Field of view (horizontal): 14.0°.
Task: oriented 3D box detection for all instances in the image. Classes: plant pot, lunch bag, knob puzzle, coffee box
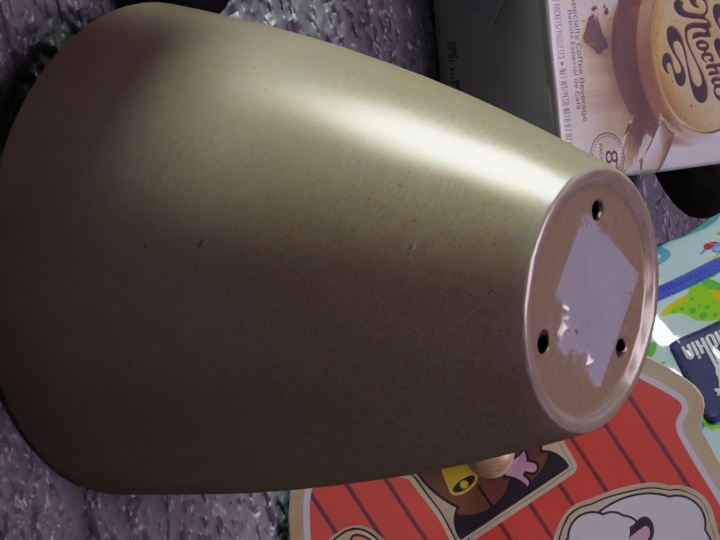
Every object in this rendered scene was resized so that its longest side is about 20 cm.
[{"bbox_3d":[0.000,0.000,1.064,0.187,0.199,0.188,-12,104,-55],"label":"plant pot"},{"bbox_3d":[0.162,0.056,1.317,0.200,0.169,0.128,-111,176,-69],"label":"lunch bag"},{"bbox_3d":[0.057,0.104,1.211,0.030,0.218,0.221,-46,131,-87],"label":"knob puzzle"},{"bbox_3d":[0.134,-0.103,1.400,0.199,0.080,0.114,-9,95,-41],"label":"coffee box"}]

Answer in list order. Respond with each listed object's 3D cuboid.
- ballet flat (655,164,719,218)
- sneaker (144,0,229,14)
[{"bbox_3d":[0.163,-0.127,1.531,0.068,0.068,0.201,24,58,-46],"label":"ballet flat"},{"bbox_3d":[-0.053,-0.197,1.131,0.076,0.087,0.201,2,86,-60],"label":"sneaker"}]
